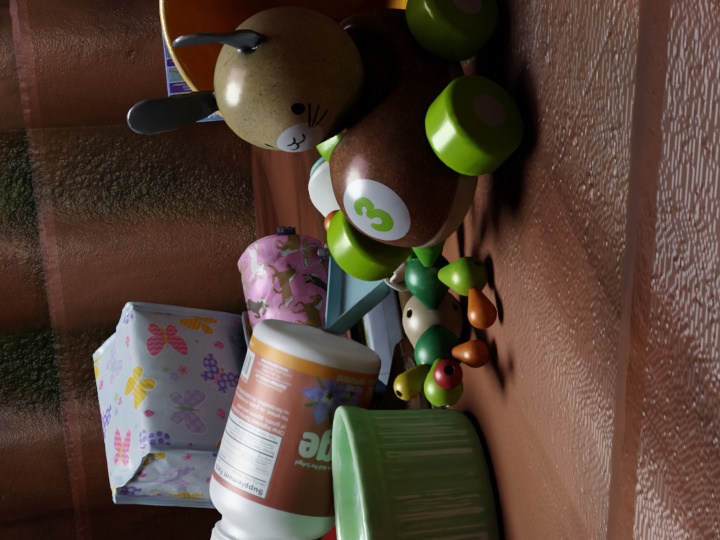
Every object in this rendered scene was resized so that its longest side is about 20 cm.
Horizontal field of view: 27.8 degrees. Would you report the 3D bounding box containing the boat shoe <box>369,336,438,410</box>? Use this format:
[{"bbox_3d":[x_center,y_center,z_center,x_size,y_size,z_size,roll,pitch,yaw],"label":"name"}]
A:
[{"bbox_3d":[0.030,0.144,1.225,0.072,0.067,0.202,-106,14,-59],"label":"boat shoe"}]

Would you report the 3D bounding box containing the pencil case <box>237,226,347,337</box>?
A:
[{"bbox_3d":[-0.053,0.061,1.389,0.086,0.082,0.202,-35,63,38],"label":"pencil case"}]

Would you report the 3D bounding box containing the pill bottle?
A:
[{"bbox_3d":[-0.060,0.151,1.203,0.112,0.111,0.202,-138,64,-79],"label":"pill bottle"}]

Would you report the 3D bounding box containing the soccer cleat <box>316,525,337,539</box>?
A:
[{"bbox_3d":[-0.046,0.301,1.304,0.086,0.068,0.202,91,-175,-55],"label":"soccer cleat"}]

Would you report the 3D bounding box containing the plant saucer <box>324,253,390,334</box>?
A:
[{"bbox_3d":[0.000,0.000,1.313,0.019,0.070,0.200,45,-166,-13],"label":"plant saucer"}]

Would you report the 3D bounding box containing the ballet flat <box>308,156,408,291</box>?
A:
[{"bbox_3d":[0.017,-0.033,1.136,0.200,0.069,0.070,49,-150,-67],"label":"ballet flat"}]

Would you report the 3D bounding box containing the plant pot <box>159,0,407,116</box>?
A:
[{"bbox_3d":[-0.045,-0.233,1.170,0.184,0.198,0.202,-77,-13,-63],"label":"plant pot"}]

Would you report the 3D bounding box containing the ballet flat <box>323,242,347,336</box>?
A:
[{"bbox_3d":[-0.038,0.067,1.453,0.068,0.062,0.202,111,153,-73],"label":"ballet flat"}]

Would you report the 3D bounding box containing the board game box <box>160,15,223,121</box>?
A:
[{"bbox_3d":[-0.094,-0.212,1.436,0.035,0.198,0.136,95,168,-52],"label":"board game box"}]

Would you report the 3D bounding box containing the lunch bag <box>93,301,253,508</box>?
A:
[{"bbox_3d":[-0.141,0.130,1.399,0.127,0.198,0.171,-48,43,40],"label":"lunch bag"}]

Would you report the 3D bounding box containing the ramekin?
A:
[{"bbox_3d":[0.040,0.197,1.080,0.200,0.096,0.203,175,90,-83],"label":"ramekin"}]

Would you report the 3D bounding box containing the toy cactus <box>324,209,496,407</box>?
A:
[{"bbox_3d":[0.042,0.022,1.032,0.166,0.101,0.201,79,173,-58],"label":"toy cactus"}]

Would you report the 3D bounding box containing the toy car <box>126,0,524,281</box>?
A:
[{"bbox_3d":[-0.032,-0.097,0.878,0.164,0.198,0.159,-45,46,50],"label":"toy car"}]

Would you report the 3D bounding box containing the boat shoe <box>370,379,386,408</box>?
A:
[{"bbox_3d":[0.001,0.178,1.328,0.084,0.068,0.201,31,145,44],"label":"boat shoe"}]

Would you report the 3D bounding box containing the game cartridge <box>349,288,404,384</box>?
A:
[{"bbox_3d":[0.018,0.078,1.410,0.134,0.040,0.202,103,161,-54],"label":"game cartridge"}]
